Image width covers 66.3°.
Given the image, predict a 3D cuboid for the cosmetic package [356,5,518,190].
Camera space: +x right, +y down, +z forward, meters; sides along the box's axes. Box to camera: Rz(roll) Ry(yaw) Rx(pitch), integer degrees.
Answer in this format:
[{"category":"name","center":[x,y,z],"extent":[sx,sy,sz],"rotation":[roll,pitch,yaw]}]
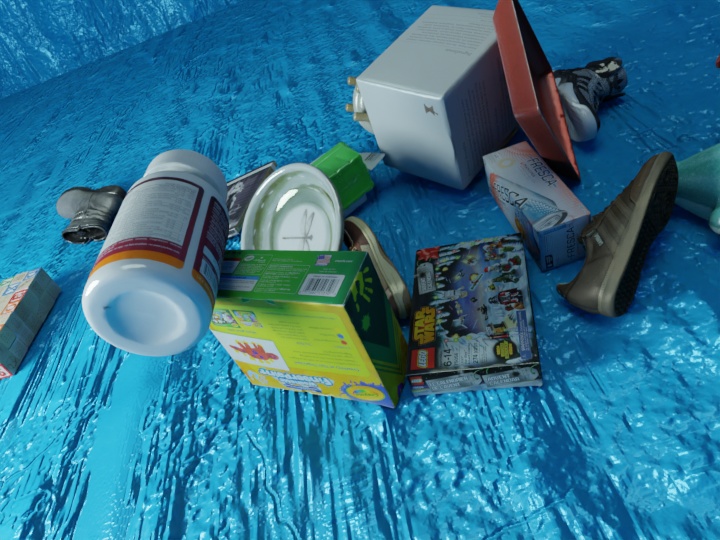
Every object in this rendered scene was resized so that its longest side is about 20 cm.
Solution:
[{"category":"cosmetic package","center":[0.132,-0.267,0.837],"extent":[0.165,0.168,0.200],"rotation":[27,65,37]}]

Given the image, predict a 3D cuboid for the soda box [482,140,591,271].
[{"category":"soda box","center":[0.224,-0.091,0.717],"extent":[0.067,0.064,0.201],"rotation":[-19,37,4]}]

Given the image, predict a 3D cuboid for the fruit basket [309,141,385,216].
[{"category":"fruit basket","center":[-0.073,-0.141,0.928],"extent":[0.185,0.095,0.199],"rotation":[-41,25,-21]}]

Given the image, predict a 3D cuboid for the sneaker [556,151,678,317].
[{"category":"sneaker","center":[0.279,-0.048,0.602],"extent":[0.075,0.070,0.202],"rotation":[15,68,46]}]

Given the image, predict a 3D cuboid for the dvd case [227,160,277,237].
[{"category":"dvd case","center":[-0.238,-0.113,0.993],"extent":[0.147,0.016,0.202],"rotation":[-17,37,30]}]

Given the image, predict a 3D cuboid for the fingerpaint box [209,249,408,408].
[{"category":"fingerpaint box","center":[-0.062,0.060,0.598],"extent":[0.197,0.168,0.074],"rotation":[2,46,29]}]

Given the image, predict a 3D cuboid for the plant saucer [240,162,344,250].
[{"category":"plant saucer","center":[-0.089,-0.047,0.784],"extent":[0.198,0.050,0.204],"rotation":[-7,79,37]}]

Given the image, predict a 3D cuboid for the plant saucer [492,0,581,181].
[{"category":"plant saucer","center":[0.232,-0.238,0.735],"extent":[0.036,0.199,0.203],"rotation":[-18,64,29]}]

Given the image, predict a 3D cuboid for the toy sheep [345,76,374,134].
[{"category":"toy sheep","center":[0.043,-0.316,1.025],"extent":[0.136,0.139,0.201],"rotation":[-21,33,1]}]

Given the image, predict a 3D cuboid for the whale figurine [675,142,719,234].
[{"category":"whale figurine","center":[0.414,-0.109,0.608],"extent":[0.198,0.105,0.159],"rotation":[13,51,41]}]

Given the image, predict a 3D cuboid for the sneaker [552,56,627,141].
[{"category":"sneaker","center":[0.360,-0.273,0.852],"extent":[0.112,0.076,0.202],"rotation":[-16,36,13]}]

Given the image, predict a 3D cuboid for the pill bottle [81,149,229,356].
[{"category":"pill bottle","center":[-0.187,-0.027,0.540],"extent":[0.108,0.110,0.202],"rotation":[-15,41,9]}]

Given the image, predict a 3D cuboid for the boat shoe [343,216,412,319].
[{"category":"boat shoe","center":[0.000,0.000,0.721],"extent":[0.071,0.073,0.201],"rotation":[-25,44,-6]}]

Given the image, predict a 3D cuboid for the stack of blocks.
[{"category":"stack of blocks","center":[-0.602,0.093,0.922],"extent":[0.113,0.059,0.202],"rotation":[-15,38,10]}]

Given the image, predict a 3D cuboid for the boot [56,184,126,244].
[{"category":"boot","center":[-0.591,-0.113,1.158],"extent":[0.197,0.070,0.133],"rotation":[-8,45,25]}]

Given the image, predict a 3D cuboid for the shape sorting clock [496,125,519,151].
[{"category":"shape sorting clock","center":[0.175,-0.244,0.942],"extent":[0.196,0.039,0.202],"rotation":[-12,49,14]}]

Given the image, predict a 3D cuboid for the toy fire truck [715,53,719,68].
[{"category":"toy fire truck","center":[0.485,-0.231,0.625],"extent":[0.196,0.130,0.177],"rotation":[9,35,-16]}]

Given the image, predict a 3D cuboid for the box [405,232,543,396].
[{"category":"box","center":[0.126,0.044,0.627],"extent":[0.135,0.040,0.202],"rotation":[-10,40,18]}]
